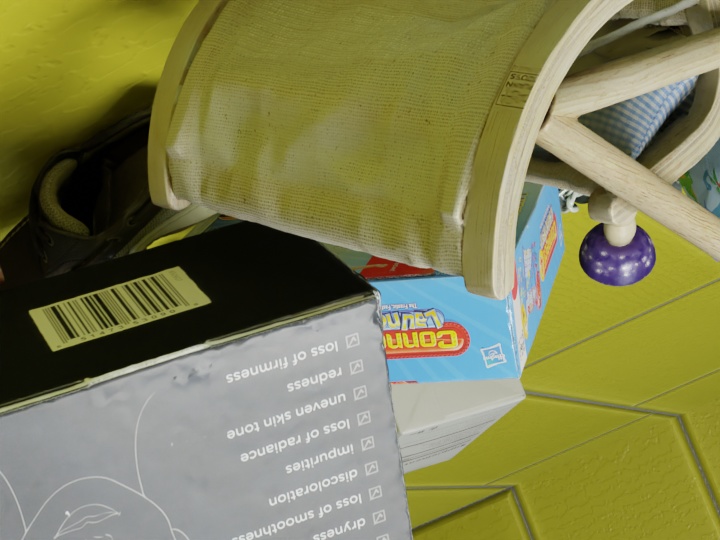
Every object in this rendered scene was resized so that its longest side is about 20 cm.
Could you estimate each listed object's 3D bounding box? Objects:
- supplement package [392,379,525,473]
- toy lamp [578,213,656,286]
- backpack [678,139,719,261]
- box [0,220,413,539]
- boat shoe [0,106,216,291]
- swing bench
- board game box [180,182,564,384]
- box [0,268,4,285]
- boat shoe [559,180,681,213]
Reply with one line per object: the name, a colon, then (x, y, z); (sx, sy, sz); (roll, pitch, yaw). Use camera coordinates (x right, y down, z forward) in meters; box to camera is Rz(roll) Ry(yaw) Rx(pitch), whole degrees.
supplement package: (0.039, 0.100, 1.351); (0.120, 0.121, 0.200); (-14, 163, -22)
toy lamp: (0.163, -0.074, 0.955); (0.058, 0.058, 0.200); (-18, 142, -8)
backpack: (0.276, -0.103, 0.928); (0.183, 0.147, 0.200); (-16, 159, -15)
box: (-0.089, 0.105, 0.672); (0.200, 0.197, 0.124); (-17, -156, -18)
boat shoe: (-0.140, -0.034, 0.803); (0.200, 0.073, 0.065); (-34, 149, 29)
swing bench: (0.050, -0.070, 0.644); (0.200, 0.130, 0.199); (0, -168, -45)
board game box: (0.000, 0.000, 0.831); (0.195, 0.056, 0.200); (-4, -162, 16)
box: (-0.256, 0.007, 0.719); (0.095, 0.100, 0.200); (-8, 159, -40)
boat shoe: (0.148, -0.071, 1.027); (0.200, 0.062, 0.073); (-2, 159, -45)
